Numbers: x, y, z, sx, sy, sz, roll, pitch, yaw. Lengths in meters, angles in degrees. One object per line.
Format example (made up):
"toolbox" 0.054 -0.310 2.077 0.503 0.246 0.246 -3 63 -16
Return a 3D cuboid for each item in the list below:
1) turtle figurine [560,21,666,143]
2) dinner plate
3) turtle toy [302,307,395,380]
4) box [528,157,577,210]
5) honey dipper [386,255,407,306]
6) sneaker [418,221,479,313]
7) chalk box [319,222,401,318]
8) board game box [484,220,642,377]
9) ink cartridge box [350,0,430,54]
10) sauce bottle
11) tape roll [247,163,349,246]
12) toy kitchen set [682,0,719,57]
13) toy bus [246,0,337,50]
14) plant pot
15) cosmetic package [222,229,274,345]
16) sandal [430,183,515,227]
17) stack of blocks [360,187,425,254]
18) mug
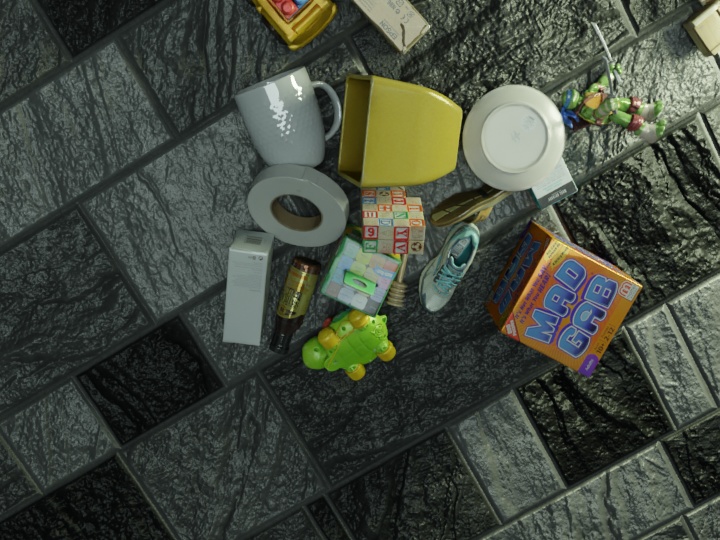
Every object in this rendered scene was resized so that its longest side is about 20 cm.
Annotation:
"turtle figurine" 0.495 -0.337 1.580 0.191 0.144 0.202 20 105 -9
"dinner plate" 0.295 -0.254 1.601 0.197 0.024 0.204 0 96 2
"turtle toy" -0.031 0.143 1.697 0.199 0.102 0.146 -32 124 8
"box" 0.347 -0.229 1.648 0.081 0.049 0.202 -27 101 6
"honey dipper" 0.092 -0.027 1.698 0.037 0.038 0.203 12 99 -4
"sneaker" 0.176 -0.004 1.676 0.077 0.086 0.202 24 101 -5
"chalk box" 0.000 0.000 1.617 0.123 0.200 0.125 25 101 -6
"board game box" 0.388 0.050 1.634 0.198 0.200 0.202 26 102 -7
"ink cartridge box" 0.034 -0.493 1.526 0.075 0.165 0.200 -43 99 10
"sauce bottle" -0.137 0.073 1.700 0.065 0.066 0.203 17 100 -4
"tape roll" -0.119 -0.123 1.609 0.200 0.037 0.204 10 143 7
"toy kitchen set" 0.699 -0.527 1.519 0.199 0.181 0.164 -40 99 3
"toy bus" -0.146 -0.511 1.508 0.135 0.192 0.200 -39 99 9
"plant pot" 0.079 -0.260 1.574 0.197 0.195 0.197 3 103 -16
"cosmetic package" -0.222 0.034 1.652 0.080 0.113 0.203 8 111 -3
"sandal" 0.236 -0.129 1.663 0.198 0.081 0.054 -25 122 0
"stack of blocks" 0.058 -0.108 1.590 0.113 0.201 0.059 1 122 -3
"mug" -0.121 -0.288 1.593 0.199 0.147 0.177 -30 110 -25
